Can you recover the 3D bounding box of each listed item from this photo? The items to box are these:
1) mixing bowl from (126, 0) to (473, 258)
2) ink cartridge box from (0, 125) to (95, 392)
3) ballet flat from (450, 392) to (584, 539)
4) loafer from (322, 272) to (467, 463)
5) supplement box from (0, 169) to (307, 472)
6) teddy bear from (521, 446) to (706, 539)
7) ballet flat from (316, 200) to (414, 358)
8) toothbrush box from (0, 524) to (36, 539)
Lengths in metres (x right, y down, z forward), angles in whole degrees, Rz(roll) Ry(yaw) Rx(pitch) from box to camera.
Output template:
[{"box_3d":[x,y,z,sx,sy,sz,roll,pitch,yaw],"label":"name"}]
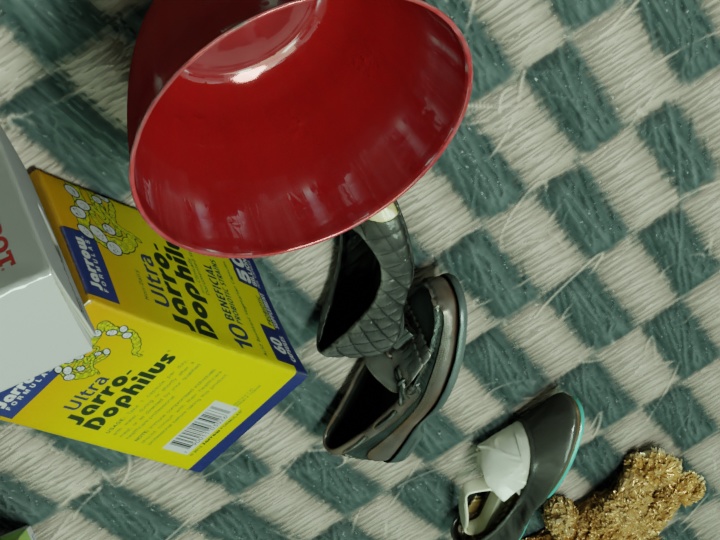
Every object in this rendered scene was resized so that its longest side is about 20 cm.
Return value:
[{"box_3d":[-0.050,-0.112,1.065,0.200,0.108,0.200,-19,144,-14],"label":"mixing bowl"},{"box_3d":[-0.265,0.010,1.044,0.200,0.144,0.084,-24,146,-6],"label":"ink cartridge box"},{"box_3d":[0.125,0.177,1.602,0.068,0.068,0.200,-1,138,-21],"label":"ballet flat"},{"box_3d":[0.024,0.080,1.404,0.063,0.072,0.200,-4,142,-22],"label":"loafer"},{"box_3d":[-0.148,0.036,1.189,0.110,0.109,0.200,-42,144,21],"label":"supplement box"},{"box_3d":[0.227,0.238,1.749,0.200,0.067,0.145,-30,143,2],"label":"teddy bear"},{"box_3d":[0.000,0.000,1.281,0.057,0.066,0.200,-22,146,-16],"label":"ballet flat"},{"box_3d":[-0.283,0.246,1.310,0.145,0.086,0.200,-24,-179,-7],"label":"toothbrush box"}]
